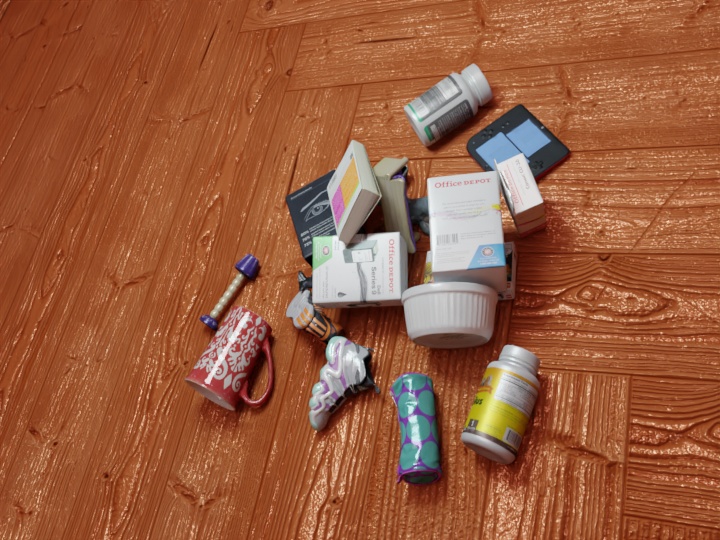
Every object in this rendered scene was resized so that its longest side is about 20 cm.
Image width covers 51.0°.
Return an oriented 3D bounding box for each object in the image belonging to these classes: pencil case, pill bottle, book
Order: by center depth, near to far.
[{"bbox_3d":[0.271,0.250,1.424,0.107,0.110,0.204,15,70,31],"label":"pill bottle"},{"bbox_3d":[0.108,0.312,1.483,0.090,0.086,0.204,-6,59,3],"label":"pencil case"},{"bbox_3d":[-0.023,-0.171,1.619,0.135,0.047,0.202,-57,28,30],"label":"book"},{"bbox_3d":[0.212,-0.399,1.811,0.197,0.113,0.114,-33,54,5],"label":"pill bottle"}]

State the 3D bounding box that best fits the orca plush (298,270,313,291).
[{"bbox_3d":[-0.049,-0.008,1.714,0.194,0.073,0.105,-3,20,14],"label":"orca plush"}]

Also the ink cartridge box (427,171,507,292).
[{"bbox_3d":[0.214,-0.071,1.516,0.142,0.146,0.205,-5,68,10],"label":"ink cartridge box"}]

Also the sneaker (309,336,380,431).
[{"bbox_3d":[-0.024,0.250,1.587,0.136,0.078,0.205,13,82,19],"label":"sneaker"}]

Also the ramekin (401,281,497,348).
[{"bbox_3d":[0.178,0.094,1.508,0.197,0.202,0.097,-6,72,22],"label":"ramekin"}]

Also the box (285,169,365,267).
[{"bbox_3d":[-0.077,-0.112,1.795,0.145,0.105,0.203,-26,54,10],"label":"box"}]

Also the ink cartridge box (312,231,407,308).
[{"bbox_3d":[0.000,0.000,1.623,0.194,0.084,0.150,-3,79,13],"label":"ink cartridge box"}]

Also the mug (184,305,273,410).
[{"bbox_3d":[-0.277,0.207,1.723,0.133,0.176,0.203,-15,43,61],"label":"mug"}]

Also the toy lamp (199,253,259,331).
[{"bbox_3d":[-0.317,0.051,1.849,0.057,0.058,0.203,24,76,33],"label":"toy lamp"}]

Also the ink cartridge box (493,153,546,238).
[{"bbox_3d":[0.330,-0.158,1.553,0.066,0.200,0.119,-22,71,10],"label":"ink cartridge box"}]

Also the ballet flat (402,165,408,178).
[{"bbox_3d":[0.028,-0.209,1.770,0.197,0.057,0.067,-23,64,-32],"label":"ballet flat"}]

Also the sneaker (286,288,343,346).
[{"bbox_3d":[-0.102,0.114,1.702,0.078,0.111,0.200,-48,19,8],"label":"sneaker"}]

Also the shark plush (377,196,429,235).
[{"bbox_3d":[0.114,-0.159,1.742,0.197,0.083,0.092,25,75,34],"label":"shark plush"}]

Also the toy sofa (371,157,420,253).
[{"bbox_3d":[0.088,-0.141,1.667,0.096,0.204,0.083,11,38,34],"label":"toy sofa"}]

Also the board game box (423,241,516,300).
[{"bbox_3d":[0.233,0.008,1.613,0.195,0.035,0.129,-7,51,22],"label":"board game box"}]

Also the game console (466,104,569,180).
[{"bbox_3d":[0.354,-0.278,1.728,0.175,0.031,0.202,-37,54,3],"label":"game console"}]
